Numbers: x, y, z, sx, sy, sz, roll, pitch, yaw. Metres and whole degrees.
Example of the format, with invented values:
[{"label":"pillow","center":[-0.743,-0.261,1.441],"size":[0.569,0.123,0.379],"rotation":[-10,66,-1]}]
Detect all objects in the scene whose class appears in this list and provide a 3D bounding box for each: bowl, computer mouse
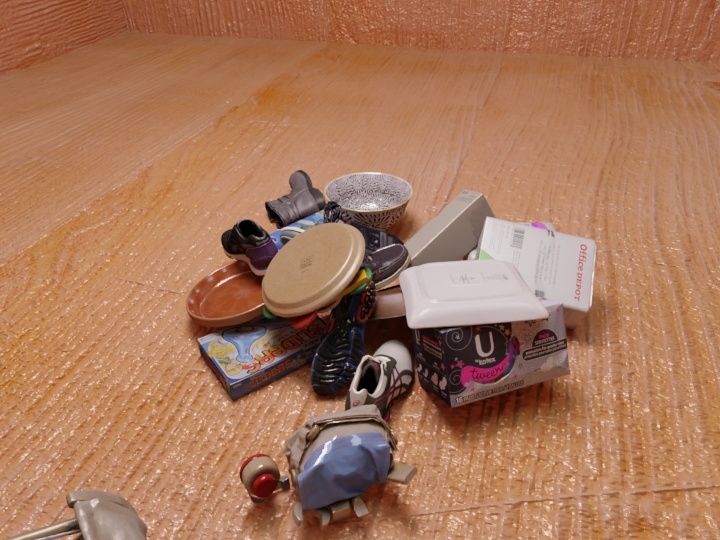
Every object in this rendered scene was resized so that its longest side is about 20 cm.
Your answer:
[{"label":"bowl","center":[0.018,-0.137,1.306],"size":[0.197,0.095,0.202],"rotation":[-1,32,1]},{"label":"computer mouse","center":[0.003,-0.053,1.182],"size":[0.198,0.053,0.140],"rotation":[22,41,-12]}]

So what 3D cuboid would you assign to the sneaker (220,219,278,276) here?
[{"label":"sneaker","center":[-0.212,-0.065,1.099],"size":[0.075,0.089,0.199],"rotation":[-32,34,-26]}]

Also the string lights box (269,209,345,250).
[{"label":"string lights box","center":[-0.122,-0.049,1.214],"size":[0.199,0.060,0.102],"rotation":[-28,44,-33]}]

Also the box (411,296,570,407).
[{"label":"box","center":[0.192,0.110,0.877],"size":[0.197,0.117,0.132],"rotation":[-12,9,-15]}]

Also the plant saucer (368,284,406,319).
[{"label":"plant saucer","center":[0.089,0.043,1.001],"size":[0.197,0.037,0.200],"rotation":[-13,2,1]}]

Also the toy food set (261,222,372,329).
[{"label":"toy food set","center":[-0.077,0.003,0.934],"size":[0.198,0.049,0.199],"rotation":[-30,37,7]}]

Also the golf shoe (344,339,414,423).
[{"label":"golf shoe","center":[0.034,0.158,0.878],"size":[0.076,0.089,0.201],"rotation":[8,34,17]}]

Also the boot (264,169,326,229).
[{"label":"boot","center":[-0.173,-0.175,1.401],"size":[0.130,0.071,0.200],"rotation":[-20,33,-17]}]

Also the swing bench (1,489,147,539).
[{"label":"swing bench","center":[-0.289,0.345,0.575],"size":[0.198,0.131,0.198],"rotation":[-23,39,-29]}]

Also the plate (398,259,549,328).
[{"label":"plate","center":[0.161,0.025,0.878],"size":[0.196,0.033,0.200],"rotation":[-4,20,1]}]

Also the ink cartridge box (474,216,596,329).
[{"label":"ink cartridge box","center":[0.301,0.004,1.032],"size":[0.197,0.085,0.148],"rotation":[14,63,8]}]

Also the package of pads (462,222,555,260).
[{"label":"package of pads","center":[0.304,-0.035,1.170],"size":[0.196,0.069,0.155],"rotation":[0,33,4]}]

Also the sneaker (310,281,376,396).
[{"label":"sneaker","center":[-0.027,0.106,0.934],"size":[0.074,0.078,0.202],"rotation":[25,70,-6]}]

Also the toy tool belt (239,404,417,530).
[{"label":"toy tool belt","center":[-0.040,0.250,0.715],"size":[0.197,0.127,0.123],"rotation":[-17,28,-20]}]

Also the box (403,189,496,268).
[{"label":"box","center":[0.166,-0.061,1.123],"size":[0.199,0.083,0.068],"rotation":[-41,27,-10]}]

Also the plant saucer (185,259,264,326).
[{"label":"plant saucer","center":[-0.215,0.038,1.051],"size":[0.197,0.033,0.201],"rotation":[-11,31,7]}]

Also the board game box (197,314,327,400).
[{"label":"board game box","center":[-0.155,0.125,0.980],"size":[0.198,0.035,0.135],"rotation":[-23,40,-29]}]

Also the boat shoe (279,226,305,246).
[{"label":"boat shoe","center":[-0.081,-0.008,1.101],"size":[0.199,0.073,0.062],"rotation":[36,61,6]}]

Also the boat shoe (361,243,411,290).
[{"label":"boat shoe","center":[0.000,0.000,1.036],"size":[0.198,0.065,0.072],"rotation":[-27,38,-11]}]
